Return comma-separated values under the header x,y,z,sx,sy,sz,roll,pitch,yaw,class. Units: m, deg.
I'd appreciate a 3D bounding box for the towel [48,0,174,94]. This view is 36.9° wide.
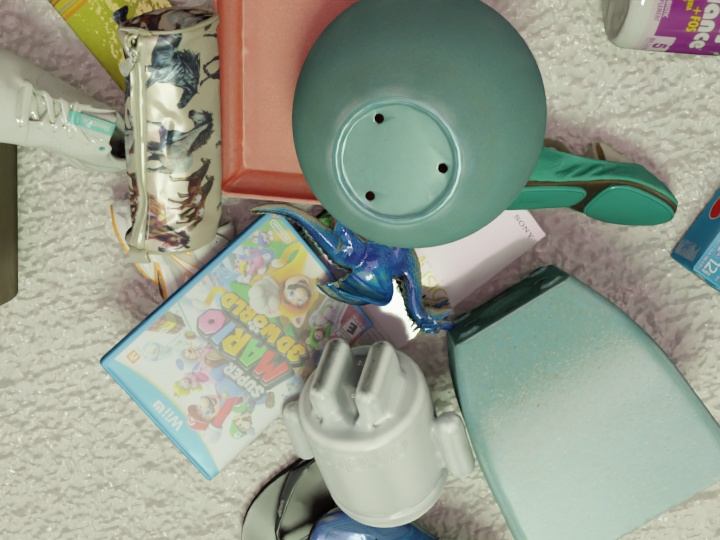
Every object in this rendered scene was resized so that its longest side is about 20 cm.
x,y,z,sx,sy,sz,roll,pitch,yaw,class
-0.210,-0.224,0.944,0.086,0.018,0.200,-36,102,10,towel

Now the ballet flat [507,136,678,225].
x,y,z,sx,sy,sz,roll,pitch,yaw,class
0.198,-0.086,0.958,0.199,0.067,0.071,5,66,-25,ballet flat

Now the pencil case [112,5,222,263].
x,y,z,sx,sy,sz,roll,pitch,yaw,class
-0.154,-0.107,0.861,0.078,0.089,0.201,23,121,37,pencil case

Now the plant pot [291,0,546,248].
x,y,z,sx,sy,sz,roll,pitch,yaw,class
0.036,-0.098,0.792,0.199,0.135,0.201,4,113,9,plant pot

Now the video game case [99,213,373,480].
x,y,z,sx,sy,sz,roll,pitch,yaw,class
-0.104,0.063,0.938,0.200,0.018,0.143,-43,106,-10,video game case

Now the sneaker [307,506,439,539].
x,y,z,sx,sy,sz,roll,pitch,yaw,class
0.048,0.269,0.976,0.199,0.089,0.079,18,88,4,sneaker

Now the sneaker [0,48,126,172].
x,y,z,sx,sy,sz,roll,pitch,yaw,class
-0.241,-0.125,0.867,0.088,0.200,0.076,14,88,30,sneaker

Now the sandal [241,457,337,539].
x,y,z,sx,sy,sz,roll,pitch,yaw,class
-0.046,0.212,1.024,0.076,0.043,0.200,37,97,-9,sandal

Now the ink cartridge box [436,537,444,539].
x,y,z,sx,sy,sz,roll,pitch,yaw,class
0.046,0.382,1.062,0.162,0.057,0.201,-22,97,2,ink cartridge box

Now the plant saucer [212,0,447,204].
x,y,z,sx,sy,sz,roll,pitch,yaw,class
-0.019,-0.152,0.873,0.199,0.037,0.201,5,112,8,plant saucer

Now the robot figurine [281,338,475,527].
x,y,z,sx,sy,sz,roll,pitch,yaw,class
0.013,0.145,0.934,0.169,0.113,0.201,4,138,24,robot figurine

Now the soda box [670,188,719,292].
x,y,z,sx,sy,sz,roll,pitch,yaw,class
0.375,-0.070,0.976,0.068,0.064,0.200,34,98,-9,soda box

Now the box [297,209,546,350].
x,y,z,sx,sy,sz,roll,pitch,yaw,class
0.049,-0.029,0.984,0.200,0.036,0.145,-38,101,4,box

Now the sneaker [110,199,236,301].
x,y,z,sx,sy,sz,roll,pitch,yaw,class
-0.136,0.006,0.966,0.092,0.076,0.201,-33,102,0,sneaker

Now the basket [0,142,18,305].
x,y,z,sx,sy,sz,roll,pitch,yaw,class
-0.364,-0.068,0.912,0.179,0.136,0.201,-3,105,4,basket

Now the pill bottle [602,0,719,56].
x,y,z,sx,sy,sz,roll,pitch,yaw,class
0.316,-0.238,0.915,0.199,0.112,0.113,3,101,-3,pill bottle

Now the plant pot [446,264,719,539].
x,y,z,sx,sy,sz,roll,pitch,yaw,class
0.175,0.110,0.944,0.196,0.196,0.201,-31,95,4,plant pot

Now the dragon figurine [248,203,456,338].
x,y,z,sx,sy,sz,roll,pitch,yaw,class
0.000,0.000,0.927,0.199,0.059,0.100,10,88,-21,dragon figurine
